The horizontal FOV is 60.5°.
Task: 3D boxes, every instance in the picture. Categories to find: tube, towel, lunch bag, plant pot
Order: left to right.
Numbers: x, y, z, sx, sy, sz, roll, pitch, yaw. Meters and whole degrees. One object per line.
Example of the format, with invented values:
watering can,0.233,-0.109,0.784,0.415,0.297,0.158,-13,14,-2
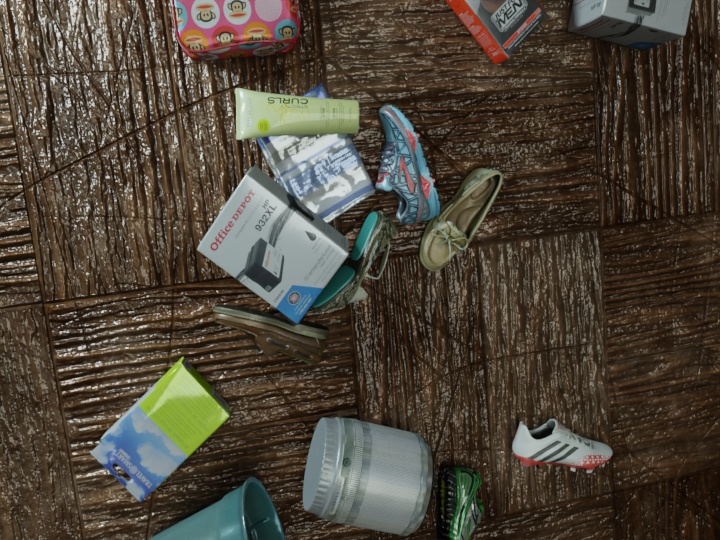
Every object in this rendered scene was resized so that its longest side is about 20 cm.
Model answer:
plant pot,-0.232,0.469,0.986,0.191,0.200,0.206,-22,100,1
lunch bag,-0.192,-0.421,0.936,0.193,0.082,0.183,-7,97,-9
tube,-0.099,-0.243,0.973,0.193,0.059,0.053,0,141,-7
towel,-0.075,-0.181,1.016,0.144,0.024,0.204,-29,101,-7

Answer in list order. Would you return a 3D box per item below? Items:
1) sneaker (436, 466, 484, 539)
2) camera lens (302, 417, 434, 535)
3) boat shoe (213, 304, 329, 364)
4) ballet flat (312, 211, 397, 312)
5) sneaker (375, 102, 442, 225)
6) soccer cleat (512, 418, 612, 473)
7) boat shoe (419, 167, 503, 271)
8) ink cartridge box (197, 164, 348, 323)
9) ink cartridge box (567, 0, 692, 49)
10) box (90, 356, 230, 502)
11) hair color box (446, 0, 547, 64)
sneaker,0.186,0.458,1.112,0.082,0.078,0.208,0,96,-11
camera lens,0.015,0.339,1.024,0.194,0.160,0.165,15,94,-12
boat shoe,-0.149,0.107,1.011,0.194,0.072,0.070,15,93,-12
ballet flat,0.000,0.000,1.035,0.075,0.068,0.203,35,87,-28
sneaker,0.063,-0.169,1.015,0.093,0.079,0.205,-24,100,-5
soccer cleat,0.375,0.318,1.138,0.193,0.069,0.088,2,101,-6
boat shoe,0.169,-0.088,1.052,0.072,0.063,0.203,32,91,-13
ink cartridge box,-0.135,-0.041,0.977,0.198,0.084,0.146,37,103,-12
ink cartridge box,0.429,-0.434,1.034,0.193,0.116,0.069,9,97,-11
box,-0.322,0.259,1.009,0.200,0.048,0.122,-43,101,-3
hair color box,0.205,-0.457,1.016,0.102,0.061,0.200,-44,101,-2
